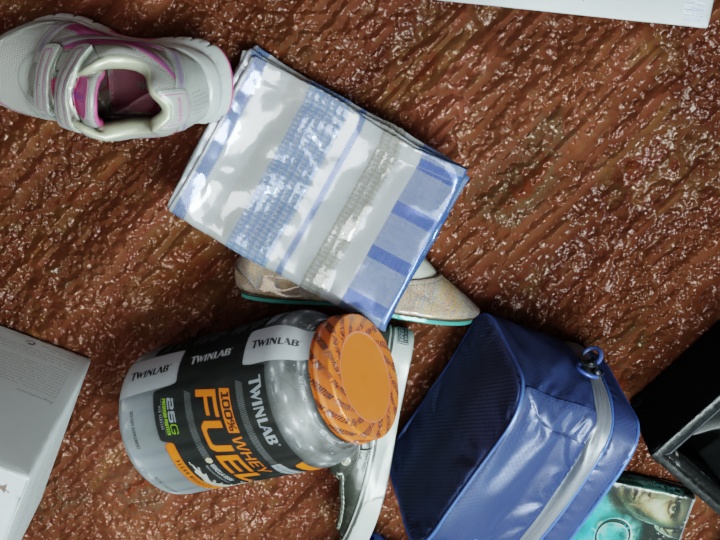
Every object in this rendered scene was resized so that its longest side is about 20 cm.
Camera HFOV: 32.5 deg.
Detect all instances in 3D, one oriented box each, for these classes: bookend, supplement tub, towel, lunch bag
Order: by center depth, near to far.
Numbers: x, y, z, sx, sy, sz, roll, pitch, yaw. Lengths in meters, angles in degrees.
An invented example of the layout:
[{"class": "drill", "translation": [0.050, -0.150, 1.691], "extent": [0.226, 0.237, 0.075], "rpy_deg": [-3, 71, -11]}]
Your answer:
[{"class": "towel", "translation": [-0.034, -0.063, 0.945], "extent": [0.200, 0.024, 0.147], "rpy_deg": [30, 95, 3]}, {"class": "supplement tub", "translation": [-0.078, 0.101, 0.962], "extent": [0.200, 0.123, 0.123], "rpy_deg": [-17, 111, 30]}, {"class": "lunch bag", "translation": [0.130, 0.138, 0.989], "extent": [0.132, 0.136, 0.200], "rpy_deg": [22, 115, -22]}, {"class": "bookend", "translation": [0.364, 0.123, 1.003], "extent": [0.200, 0.092, 0.199], "rpy_deg": [41, 107, -14]}]

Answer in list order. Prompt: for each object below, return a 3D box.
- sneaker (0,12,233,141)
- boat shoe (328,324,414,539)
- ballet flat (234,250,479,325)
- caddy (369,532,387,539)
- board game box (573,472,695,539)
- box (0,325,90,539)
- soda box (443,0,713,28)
[{"class": "sneaker", "translation": [-0.200, -0.141, 0.910], "extent": [0.199, 0.088, 0.082], "rpy_deg": [5, 112, 17]}, {"class": "boat shoe", "translation": [-0.004, 0.138, 1.036], "extent": [0.063, 0.071, 0.201], "rpy_deg": [9, 103, -3]}, {"class": "ballet flat", "translation": [0.000, 0.000, 0.983], "extent": [0.199, 0.068, 0.067], "rpy_deg": [7, 104, -3]}, {"class": "caddy", "translation": [-0.011, 0.322, 1.066], "extent": [0.105, 0.141, 0.200], "rpy_deg": [28, 109, -14]}, {"class": "board game box", "translation": [0.203, 0.268, 1.098], "extent": [0.135, 0.028, 0.201], "rpy_deg": [11, 111, -2]}, {"class": "box", "translation": [-0.305, 0.155, 0.977], "extent": [0.106, 0.200, 0.153], "rpy_deg": [22, 109, -7]}, {"class": "soda box", "translation": [0.152, -0.220, 0.891], "extent": [0.199, 0.068, 0.064], "rpy_deg": [6, 110, -1]}]
